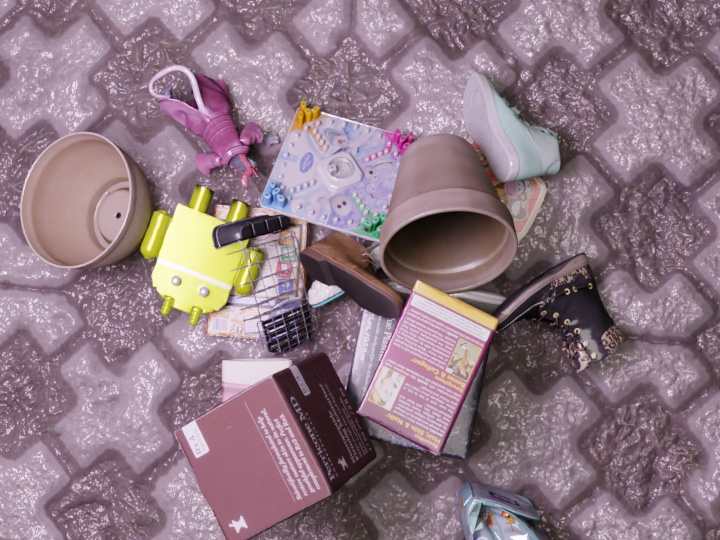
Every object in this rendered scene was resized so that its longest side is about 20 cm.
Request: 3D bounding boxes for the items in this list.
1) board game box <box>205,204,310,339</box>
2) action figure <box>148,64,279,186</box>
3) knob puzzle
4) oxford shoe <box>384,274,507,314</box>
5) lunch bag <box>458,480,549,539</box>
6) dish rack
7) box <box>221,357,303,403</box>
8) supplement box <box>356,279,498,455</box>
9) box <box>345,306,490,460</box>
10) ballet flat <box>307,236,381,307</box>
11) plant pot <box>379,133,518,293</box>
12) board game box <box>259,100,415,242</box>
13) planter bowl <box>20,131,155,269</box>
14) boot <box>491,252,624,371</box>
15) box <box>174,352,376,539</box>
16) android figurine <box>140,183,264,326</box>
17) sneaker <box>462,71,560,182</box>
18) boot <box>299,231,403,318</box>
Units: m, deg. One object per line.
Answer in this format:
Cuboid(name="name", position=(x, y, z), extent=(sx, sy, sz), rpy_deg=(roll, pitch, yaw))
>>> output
Cuboid(name="board game box", position=(-0.157, 0.005, 1.591), extent=(0.148, 0.046, 0.205), rpy_deg=(4, 86, 4))
Cuboid(name="action figure", position=(-0.212, -0.220, 1.567), extent=(0.133, 0.149, 0.201), rpy_deg=(-36, 71, -5))
Cuboid(name="knob puzzle", position=(0.190, -0.115, 1.585), extent=(0.215, 0.030, 0.225), rpy_deg=(0, 85, 4))
Cuboid(name="oxford shoe", position=(0.131, 0.027, 1.562), extent=(0.196, 0.076, 0.059), rpy_deg=(10, 65, 4))
Cuboid(name="lunch bag", position=(0.214, 0.395, 1.477), extent=(0.121, 0.170, 0.202), rpy_deg=(-35, 88, 2))
Cuboid(name="dish rack", position=(-0.133, 0.020, 1.495), extent=(0.054, 0.153, 0.204), rpy_deg=(-12, 94, 30))
Cuboid(name="box", position=(-0.145, 0.233, 1.534), extent=(0.106, 0.128, 0.205), rpy_deg=(-1, 85, 5))
Cuboid(name="supplement box", position=(0.094, 0.133, 1.421), extent=(0.129, 0.103, 0.203), rpy_deg=(26, 87, 5))
Cuboid(name="box", position=(0.082, 0.159, 1.531), extent=(0.196, 0.117, 0.201), rpy_deg=(12, 87, 3))
Cuboid(name="ballet flat", position=(-0.004, -0.018, 1.570), extent=(0.197, 0.072, 0.073), rpy_deg=(-29, 85, -7))
Cuboid(name="plant pot", position=(0.120, -0.093, 1.485), extent=(0.195, 0.202, 0.176), rpy_deg=(-6, 54, 3))
Cuboid(name="board game box", position=(-0.031, -0.155, 1.558), extent=(0.196, 0.026, 0.203), rpy_deg=(16, 59, 5))
Cuboid(name="planter bowl", position=(-0.394, -0.094, 1.557), extent=(0.196, 0.134, 0.205), rpy_deg=(-4, 80, 22))
Cuboid(name="boot", position=(0.296, 0.079, 1.521), extent=(0.198, 0.073, 0.152), rpy_deg=(-30, 89, -31))
Cuboid(name="box", position=(-0.105, 0.230, 1.352), extent=(0.162, 0.200, 0.168), rpy_deg=(-30, 85, 17))
Cuboid(name="android figurine", position=(-0.240, -0.020, 1.546), extent=(0.179, 0.041, 0.203), rpy_deg=(22, 86, -5))
Cuboid(name="sneaker", position=(0.234, -0.218, 1.572), extent=(0.116, 0.074, 0.203), rpy_deg=(-4, 58, -27))
Cuboid(name="boot", position=(0.000, 0.000, 1.474), extent=(0.075, 0.074, 0.199), rpy_deg=(-38, 47, -23))
